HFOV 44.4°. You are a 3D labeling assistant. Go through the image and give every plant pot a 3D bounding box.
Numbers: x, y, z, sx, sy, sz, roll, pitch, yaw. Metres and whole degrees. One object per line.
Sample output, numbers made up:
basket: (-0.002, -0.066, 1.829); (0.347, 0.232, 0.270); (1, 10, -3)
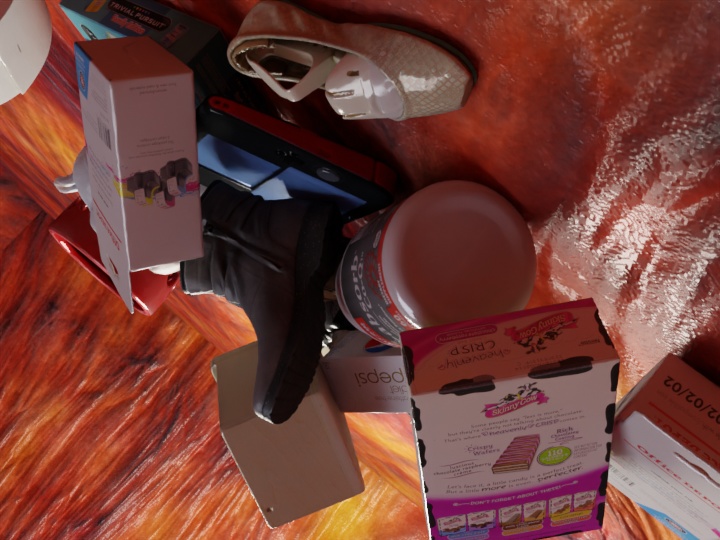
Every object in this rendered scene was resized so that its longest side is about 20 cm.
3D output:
plant pot: (-0.338, -0.060, 1.345); (0.200, 0.183, 0.200); (38, 166, 12)

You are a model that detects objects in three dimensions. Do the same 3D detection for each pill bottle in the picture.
pill bottle: (0.048, 0.004, 0.702); (0.116, 0.116, 0.200); (42, 165, -6)

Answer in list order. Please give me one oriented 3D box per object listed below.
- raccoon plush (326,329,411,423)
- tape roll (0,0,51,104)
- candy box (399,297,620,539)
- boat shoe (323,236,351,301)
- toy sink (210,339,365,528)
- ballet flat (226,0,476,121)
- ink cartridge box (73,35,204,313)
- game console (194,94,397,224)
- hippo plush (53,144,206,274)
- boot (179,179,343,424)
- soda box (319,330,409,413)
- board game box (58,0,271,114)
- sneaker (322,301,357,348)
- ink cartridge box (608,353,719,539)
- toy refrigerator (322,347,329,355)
raccoon plush: (0.052, 0.156, 0.989); (0.199, 0.134, 0.097); (9, 148, -9)
tape roll: (-0.436, -0.280, 0.911); (0.203, 0.203, 0.139); (39, 165, 4)
candy box: (0.106, 0.119, 0.632); (0.061, 0.136, 0.200); (-100, 1, -47)
boat shoe: (0.000, 0.000, 0.837); (0.199, 0.072, 0.068); (16, 165, -30)
toy sink: (-0.083, 0.145, 0.925); (0.200, 0.112, 0.131); (-113, 2, -63)
ballet flat: (-0.013, -0.128, 0.577); (0.200, 0.062, 0.067); (27, 161, 40)
ink cartridge box: (-0.182, -0.080, 0.732); (0.115, 0.068, 0.201); (44, 139, 50)
game console: (-0.077, -0.085, 0.771); (0.176, 0.031, 0.200); (19, 166, -21)
hippo plush: (-0.208, -0.095, 0.908); (0.201, 0.159, 0.161); (66, -167, 10)
boot: (-0.097, 0.025, 0.762); (0.131, 0.201, 0.070); (8, 162, 15)
soda box: (0.060, 0.097, 0.870); (0.200, 0.064, 0.068); (-7, 111, 39)
board game box: (-0.177, -0.187, 0.839); (0.200, 0.047, 0.151); (31, 163, 34)
sneaker: (-0.030, 0.007, 1.000); (0.113, 0.076, 0.201); (3, 125, 21)
ink cartridge box: (0.246, 0.135, 0.658); (0.115, 0.068, 0.200); (37, 166, 15)
toy refrigerator: (-0.022, 0.080, 1.200); (0.076, 0.070, 0.200); (44, 166, 13)
